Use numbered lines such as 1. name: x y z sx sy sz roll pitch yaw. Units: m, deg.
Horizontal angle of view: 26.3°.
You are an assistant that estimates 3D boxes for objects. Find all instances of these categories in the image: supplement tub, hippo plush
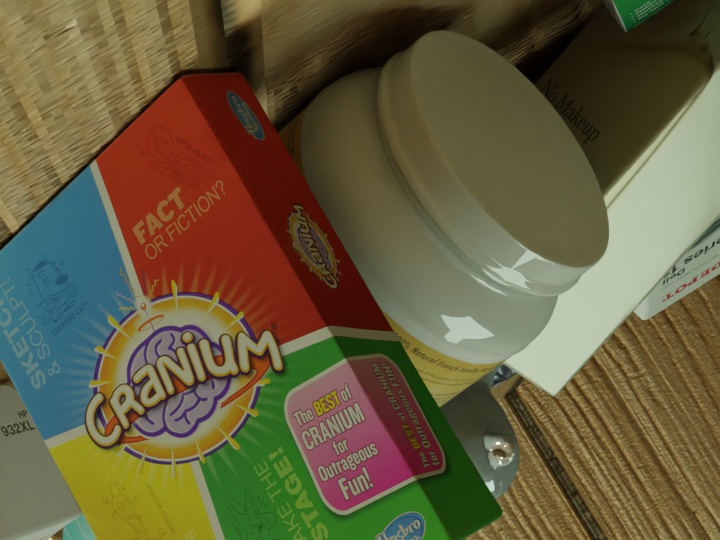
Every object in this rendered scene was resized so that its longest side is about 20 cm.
1. supplement tub: 0.000 0.000 0.701 0.200 0.145 0.144 -38 168 32
2. hippo plush: 0.043 0.090 1.010 0.198 0.162 0.160 8 146 -17

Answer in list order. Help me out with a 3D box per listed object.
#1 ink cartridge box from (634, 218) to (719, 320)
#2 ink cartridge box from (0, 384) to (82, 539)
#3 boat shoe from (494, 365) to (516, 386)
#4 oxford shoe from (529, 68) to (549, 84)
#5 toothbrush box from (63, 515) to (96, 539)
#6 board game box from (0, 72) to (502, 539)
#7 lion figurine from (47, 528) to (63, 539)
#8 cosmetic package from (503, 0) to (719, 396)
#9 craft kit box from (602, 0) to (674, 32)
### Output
1. ink cartridge box: 0.226 -0.074 1.028 0.146 0.083 0.200 -31 152 -10
2. ink cartridge box: -0.266 0.153 0.797 0.199 0.084 0.145 -37 168 24
3. boat shoe: 0.156 0.036 1.437 0.074 0.093 0.200 -20 164 -47
4. oxford shoe: 0.123 -0.103 0.851 0.199 0.071 0.074 -28 144 -16
5. toothbrush box: -0.146 0.133 1.048 0.199 0.086 0.146 -36 169 13
6. board game box: -0.057 0.048 0.607 0.153 0.201 0.040 -38 167 30
7. lion figurine: -0.259 0.166 0.926 0.122 0.073 0.201 19 125 -21
8. cosmetic package: 0.122 -0.048 0.779 0.073 0.104 0.200 32 102 -36
9. craft kit box: 0.170 -0.188 0.621 0.199 0.049 0.197 -35 166 12
